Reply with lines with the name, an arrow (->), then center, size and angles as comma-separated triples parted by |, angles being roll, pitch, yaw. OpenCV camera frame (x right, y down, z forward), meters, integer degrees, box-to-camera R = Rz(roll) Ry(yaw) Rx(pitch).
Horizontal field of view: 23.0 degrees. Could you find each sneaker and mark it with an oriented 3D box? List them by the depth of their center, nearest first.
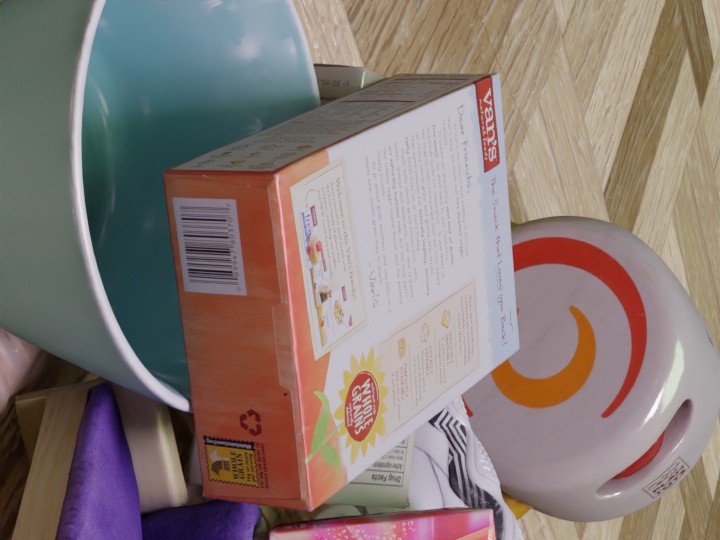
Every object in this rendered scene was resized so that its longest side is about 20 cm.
sneaker -> 0.008, 0.116, 0.997 | 0.201, 0.114, 0.075 | 64, -24, 25

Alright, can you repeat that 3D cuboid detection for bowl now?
bowl -> -0.103, -0.042, 0.733 | 0.200, 0.104, 0.203 | -1, 90, -65

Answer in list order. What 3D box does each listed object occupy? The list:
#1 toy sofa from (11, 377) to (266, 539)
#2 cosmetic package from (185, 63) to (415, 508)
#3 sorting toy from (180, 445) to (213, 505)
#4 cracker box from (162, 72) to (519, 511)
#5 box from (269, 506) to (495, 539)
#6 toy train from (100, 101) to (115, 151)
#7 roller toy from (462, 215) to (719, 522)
toy sofa -> -0.089, 0.113, 0.683 | 0.200, 0.096, 0.084 | -99, 178, -70
cosmetic package -> -0.016, 0.009, 0.855 | 0.103, 0.072, 0.202 | 17, 81, -59
sorting toy -> -0.074, 0.207, 0.822 | 0.200, 0.036, 0.187 | -69, 150, -63
cracker box -> 0.000, 0.000, 0.751 | 0.200, 0.057, 0.136 | -29, 117, -56
box -> 0.008, 0.163, 0.834 | 0.200, 0.101, 0.096 | 102, -17, -82
toy train -> -0.056, -0.049, 0.894 | 0.201, 0.055, 0.151 | 63, 35, -45
roller toy -> 0.143, 0.071, 1.174 | 0.140, 0.180, 0.202 | 39, 54, -60
